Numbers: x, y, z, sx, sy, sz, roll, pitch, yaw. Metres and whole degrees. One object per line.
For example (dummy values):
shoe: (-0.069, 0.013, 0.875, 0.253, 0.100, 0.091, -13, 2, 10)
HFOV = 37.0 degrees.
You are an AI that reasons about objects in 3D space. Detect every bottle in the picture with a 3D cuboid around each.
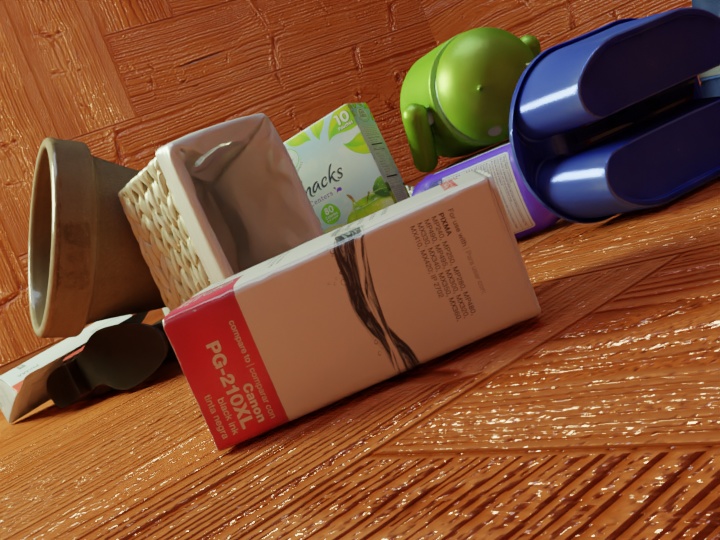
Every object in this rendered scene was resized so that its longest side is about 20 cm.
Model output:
bottle: (0.145, -0.075, 0.957, 0.198, 0.085, 0.065, -21, 4, 27)

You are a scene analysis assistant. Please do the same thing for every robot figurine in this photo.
robot figurine: (0.112, -0.183, 1.117, 0.174, 0.117, 0.200, -30, 7, -17)

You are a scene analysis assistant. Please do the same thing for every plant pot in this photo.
plant pot: (-0.245, -0.031, 1.110, 0.172, 0.204, 0.200, 2, -5, -23)

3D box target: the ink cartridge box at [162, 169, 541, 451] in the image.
ink cartridge box: (-0.001, 0.017, 0.648, 0.198, 0.085, 0.145, -23, 5, 5)

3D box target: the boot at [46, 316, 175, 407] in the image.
boot: (-0.213, 0.074, 1.153, 0.185, 0.065, 0.199, -21, 1, 35)

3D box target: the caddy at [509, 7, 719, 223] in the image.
caddy: (0.208, -0.120, 0.841, 0.198, 0.143, 0.105, -24, 10, -24)

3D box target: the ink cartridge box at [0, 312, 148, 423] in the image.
ink cartridge box: (-0.327, 0.090, 1.206, 0.162, 0.057, 0.200, -32, -10, -30)

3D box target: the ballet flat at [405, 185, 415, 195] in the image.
ballet flat: (0.066, -0.076, 1.412, 0.072, 0.074, 0.200, -21, 6, 11)

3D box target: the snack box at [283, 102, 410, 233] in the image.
snack box: (-0.050, -0.069, 1.145, 0.198, 0.144, 0.053, -28, -4, 28)

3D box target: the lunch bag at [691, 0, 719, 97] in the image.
lunch bag: (0.393, -0.210, 1.015, 0.134, 0.135, 0.200, -5, 7, 10)

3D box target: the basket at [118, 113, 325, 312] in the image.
basket: (-0.125, -0.025, 1.025, 0.123, 0.202, 0.135, -24, 2, 45)

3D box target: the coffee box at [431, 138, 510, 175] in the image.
coffee box: (0.185, -0.104, 1.095, 0.198, 0.081, 0.114, -20, 5, 30)

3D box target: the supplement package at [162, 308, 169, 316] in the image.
supplement package: (-0.186, -0.045, 1.499, 0.198, 0.194, 0.147, -20, 5, 18)
